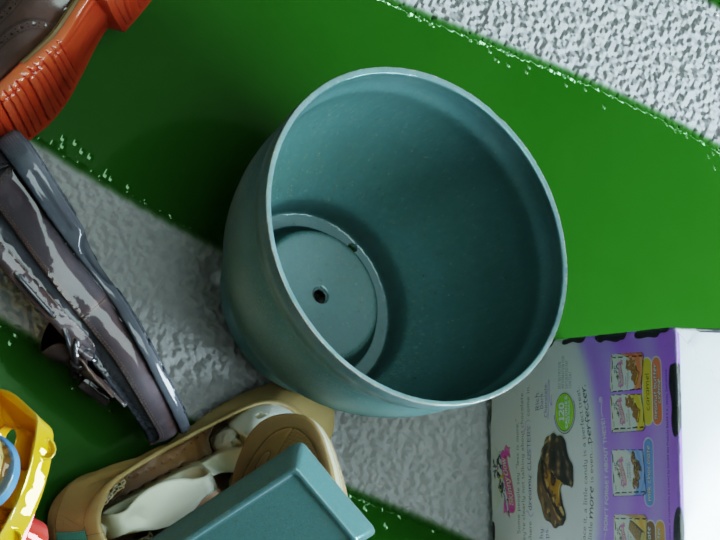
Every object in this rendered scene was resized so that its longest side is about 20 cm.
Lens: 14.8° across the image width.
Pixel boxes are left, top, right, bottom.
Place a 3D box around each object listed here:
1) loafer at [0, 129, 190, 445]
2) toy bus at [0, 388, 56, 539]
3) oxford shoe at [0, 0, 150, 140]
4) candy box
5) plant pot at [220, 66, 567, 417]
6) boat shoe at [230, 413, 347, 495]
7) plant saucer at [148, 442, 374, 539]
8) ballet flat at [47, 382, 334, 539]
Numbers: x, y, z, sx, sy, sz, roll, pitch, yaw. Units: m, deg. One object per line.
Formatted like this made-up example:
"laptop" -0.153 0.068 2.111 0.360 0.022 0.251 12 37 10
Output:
"loafer" -0.167 0.019 1.559 0.063 0.072 0.200 -31 106 -8
"toy bus" -0.229 0.099 1.443 0.192 0.200 0.136 31 72 -32
"oxford shoe" -0.191 -0.134 1.567 0.073 0.071 0.200 37 73 14
"candy box" 0.158 0.122 1.653 0.071 0.200 0.168 2 85 -30
"plant pot" 0.000 0.000 1.601 0.200 0.134 0.200 13 65 -29
"boat shoe" -0.029 0.180 1.575 0.069 0.074 0.200 -4 90 -69
"plant saucer" -0.091 0.173 1.536 0.200 0.019 0.070 -34 107 18
"ballet flat" -0.084 0.120 1.595 0.200 0.063 0.069 -27 99 -29
